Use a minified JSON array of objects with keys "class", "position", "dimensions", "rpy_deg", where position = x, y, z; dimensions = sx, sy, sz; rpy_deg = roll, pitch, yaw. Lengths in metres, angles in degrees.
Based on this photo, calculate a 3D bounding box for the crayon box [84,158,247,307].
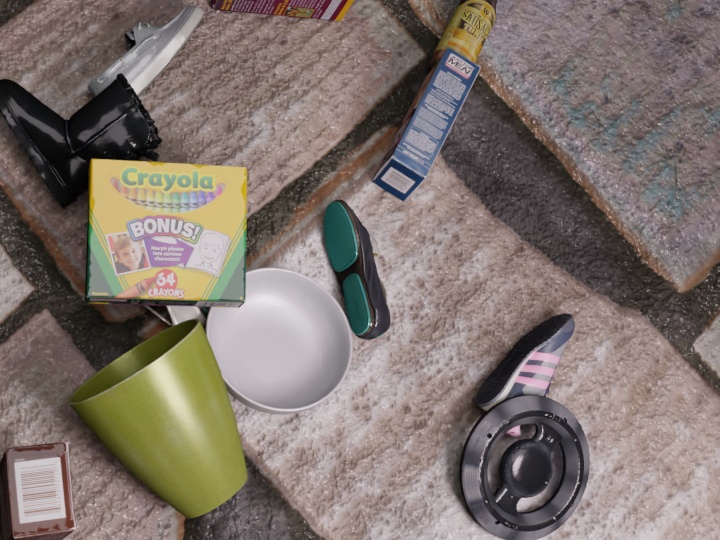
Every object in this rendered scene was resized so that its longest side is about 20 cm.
[{"class":"crayon box","position":[-0.244,-0.045,1.609],"dimensions":[0.197,0.058,0.175],"rpy_deg":[2,80,-14]}]

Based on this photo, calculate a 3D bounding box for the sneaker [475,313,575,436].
[{"class":"sneaker","position":[0.246,0.147,1.804],"dimensions":[0.200,0.070,0.082],"rpy_deg":[-44,108,-22]}]

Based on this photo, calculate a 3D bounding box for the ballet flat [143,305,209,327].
[{"class":"ballet flat","position":[-0.277,0.003,1.662],"dimensions":[0.069,0.069,0.201],"rpy_deg":[-38,90,-24]}]

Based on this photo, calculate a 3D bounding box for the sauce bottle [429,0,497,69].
[{"class":"sauce bottle","position":[0.167,-0.376,1.921],"dimensions":[0.065,0.066,0.202],"rpy_deg":[28,68,-9]}]

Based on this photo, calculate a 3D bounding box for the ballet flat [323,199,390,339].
[{"class":"ballet flat","position":[0.000,0.000,1.759],"dimensions":[0.072,0.073,0.202],"rpy_deg":[-8,71,-21]}]

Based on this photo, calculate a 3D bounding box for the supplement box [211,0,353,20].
[{"class":"supplement box","position":[-0.107,-0.424,1.814],"dimensions":[0.197,0.110,0.087],"rpy_deg":[2,73,-19]}]

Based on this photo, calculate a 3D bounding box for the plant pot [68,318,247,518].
[{"class":"plant pot","position":[-0.227,0.194,1.572],"dimensions":[0.186,0.187,0.202],"rpy_deg":[-35,102,-24]}]

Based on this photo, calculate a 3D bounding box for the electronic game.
[{"class":"electronic game","position":[0.226,0.270,1.746],"dimensions":[0.197,0.042,0.203],"rpy_deg":[-2,94,-21]}]

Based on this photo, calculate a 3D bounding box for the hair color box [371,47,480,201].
[{"class":"hair color box","position":[0.094,-0.209,1.827],"dimensions":[0.060,0.100,0.202],"rpy_deg":[30,67,-7]}]

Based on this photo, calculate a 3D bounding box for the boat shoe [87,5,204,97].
[{"class":"boat shoe","position":[-0.292,-0.301,1.735],"dimensions":[0.071,0.070,0.202],"rpy_deg":[41,69,-10]}]

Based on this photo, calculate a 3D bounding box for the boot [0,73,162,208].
[{"class":"boot","position":[-0.365,-0.197,1.656],"dimensions":[0.162,0.073,0.199],"rpy_deg":[-34,94,-4]}]

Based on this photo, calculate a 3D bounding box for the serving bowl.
[{"class":"serving bowl","position":[-0.113,0.101,1.677],"dimensions":[0.197,0.066,0.203],"rpy_deg":[10,61,-17]}]

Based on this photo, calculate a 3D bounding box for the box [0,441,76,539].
[{"class":"box","position":[-0.377,0.264,1.471],"dimensions":[0.074,0.200,0.102],"rpy_deg":[-3,76,-22]}]
